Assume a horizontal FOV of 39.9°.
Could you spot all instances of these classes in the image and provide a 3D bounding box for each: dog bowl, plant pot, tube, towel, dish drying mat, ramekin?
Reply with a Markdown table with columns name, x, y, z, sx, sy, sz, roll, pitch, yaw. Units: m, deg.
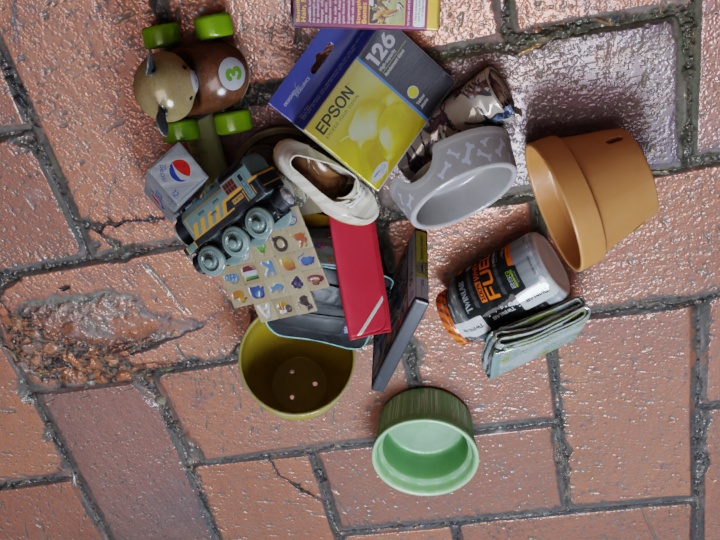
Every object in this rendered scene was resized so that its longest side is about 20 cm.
| name | x | y | z | sx | sy | sz | roll | pitch | yaw |
| --- | --- | --- | --- | --- | --- | --- | --- | --- | --- |
| dog bowl | 0.143 | -0.130 | 1.460 | 0.197 | 0.059 | 0.201 | -22 | 161 | -8 |
| plant pot | -0.108 | 0.176 | 1.713 | 0.196 | 0.203 | 0.143 | 5 | 154 | 1 |
| tube | -0.232 | -0.156 | 1.544 | 0.051 | 0.058 | 0.202 | -16 | 128 | -8 |
| towel | 0.283 | 0.113 | 1.618 | 0.169 | 0.049 | 0.200 | -21 | 163 | -4 |
| plant pot | 0.342 | -0.119 | 1.453 | 0.138 | 0.201 | 0.202 | -23 | 124 | 0 |
| dish drying mat | 0.000 | 0.000 | 1.514 | 0.076 | 0.018 | 0.204 | -10 | 92 | -21 |
| ramekin | 0.120 | 0.313 | 1.836 | 0.196 | 0.098 | 0.202 | 2 | 127 | 3 |

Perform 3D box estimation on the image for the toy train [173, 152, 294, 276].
| name | x | y | z | sx | sy | sz | roll | pitch | yaw |
| --- | --- | --- | --- | --- | --- | --- | --- | --- | --- |
| toy train | -0.183 | -0.077 | 1.419 | 0.199 | 0.085 | 0.115 | -34 | 90 | 30 |

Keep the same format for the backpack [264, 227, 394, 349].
| name | x | y | z | sx | sy | sz | roll | pitch | yaw |
| --- | --- | --- | --- | --- | --- | --- | --- | --- | --- |
| backpack | -0.067 | 0.023 | 1.592 | 0.197 | 0.154 | 0.177 | 3 | 133 | -29 |

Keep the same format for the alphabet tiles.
| name | x | y | z | sx | sy | sz | roll | pitch | yaw |
| --- | --- | --- | --- | --- | --- | --- | --- | --- | --- |
| alphabet tiles | -0.142 | -0.018 | 1.482 | 0.164 | 0.006 | 0.202 | -13 | 111 | 21 |

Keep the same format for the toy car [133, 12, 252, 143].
| name | x | y | z | sx | sy | sz | roll | pitch | yaw |
| --- | --- | --- | --- | --- | --- | --- | --- | --- | --- |
| toy car | -0.245 | -0.254 | 1.351 | 0.155 | 0.200 | 0.167 | -8 | 104 | 10 |

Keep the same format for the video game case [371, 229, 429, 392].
| name | x | y | z | sx | sy | sz | roll | pitch | yaw |
| --- | --- | --- | --- | --- | --- | --- | --- | --- | --- |
| video game case | 0.063 | 0.064 | 1.602 | 0.025 | 0.182 | 0.202 | 17 | 126 | -10 |

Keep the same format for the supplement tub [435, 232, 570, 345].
| name | x | y | z | sx | sy | sz | roll | pitch | yaw |
| --- | --- | --- | --- | --- | --- | --- | --- | --- | --- |
| supplement tub | 0.228 | 0.035 | 1.605 | 0.199 | 0.123 | 0.123 | -31 | 119 | 24 |

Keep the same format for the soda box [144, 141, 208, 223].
| name | x | y | z | sx | sy | sz | roll | pitch | yaw |
| --- | --- | --- | --- | --- | --- | --- | --- | --- | --- |
| soda box | -0.277 | -0.128 | 1.477 | 0.063 | 0.200 | 0.068 | -43 | 95 | -13 |

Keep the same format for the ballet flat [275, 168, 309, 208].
| name | x | y | z | sx | sy | sz | roll | pitch | yaw |
| --- | --- | --- | --- | --- | --- | --- | --- | --- | --- |
| ballet flat | -0.142 | -0.092 | 1.490 | 0.199 | 0.075 | 0.068 | -39 | 91 | 33 |

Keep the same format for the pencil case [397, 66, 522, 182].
| name | x | y | z | sx | sy | sz | roll | pitch | yaw |
| --- | --- | --- | --- | --- | --- | --- | --- | --- | --- |
| pencil case | 0.138 | -0.207 | 1.460 | 0.199 | 0.078 | 0.090 | -35 | 103 | 26 |

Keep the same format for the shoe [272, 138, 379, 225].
| name | x | y | z | sx | sy | sz | roll | pitch | yaw |
| --- | --- | --- | --- | --- | --- | --- | --- | --- | --- |
| shoe | -0.043 | -0.121 | 1.446 | 0.199 | 0.053 | 0.071 | 32 | 87 | -32 |

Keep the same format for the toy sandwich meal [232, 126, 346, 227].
| name | x | y | z | sx | sy | sz | roll | pitch | yaw |
| --- | --- | --- | --- | --- | --- | --- | --- | --- | --- |
| toy sandwich meal | -0.107 | -0.132 | 1.539 | 0.201 | 0.071 | 0.208 | 2 | 127 | 3 |

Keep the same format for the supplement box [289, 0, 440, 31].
| name | x | y | z | sx | sy | sz | roll | pitch | yaw |
| --- | --- | --- | --- | --- | --- | --- | --- | --- | --- |
| supplement box | 0.010 | -0.390 | 1.303 | 0.196 | 0.104 | 0.133 | 3 | 114 | 2 |

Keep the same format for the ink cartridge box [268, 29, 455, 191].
| name | x | y | z | sx | sy | sz | roll | pitch | yaw |
| --- | --- | --- | --- | --- | --- | --- | --- | --- | --- |
| ink cartridge box | 0.005 | -0.252 | 1.402 | 0.199 | 0.047 | 0.199 | 36 | 91 | -23 |
